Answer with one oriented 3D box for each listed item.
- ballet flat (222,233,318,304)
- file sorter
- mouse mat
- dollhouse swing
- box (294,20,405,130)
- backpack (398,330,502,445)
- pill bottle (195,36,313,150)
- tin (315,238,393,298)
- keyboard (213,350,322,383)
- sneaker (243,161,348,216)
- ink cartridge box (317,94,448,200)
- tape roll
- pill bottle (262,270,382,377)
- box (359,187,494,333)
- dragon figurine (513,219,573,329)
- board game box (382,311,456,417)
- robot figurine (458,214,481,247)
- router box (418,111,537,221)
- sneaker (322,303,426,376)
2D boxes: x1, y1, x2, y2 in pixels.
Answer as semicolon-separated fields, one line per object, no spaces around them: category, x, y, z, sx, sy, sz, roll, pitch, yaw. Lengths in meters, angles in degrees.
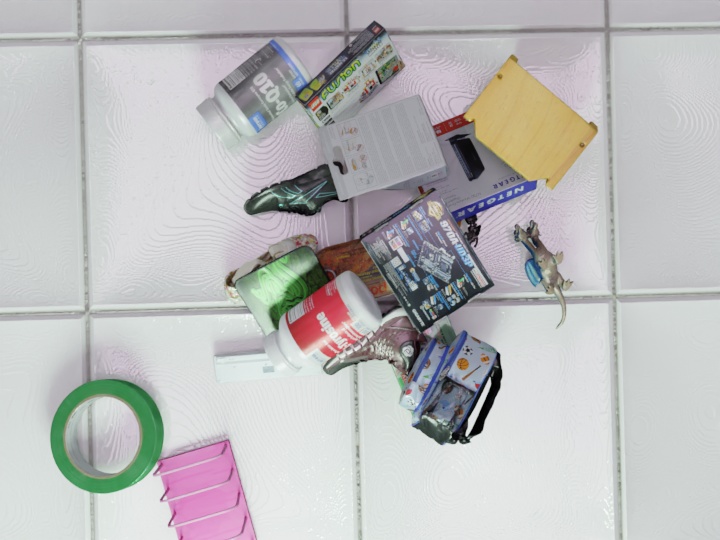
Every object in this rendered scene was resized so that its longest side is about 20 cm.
ballet flat;-0.166;-0.008;1.669;0.199;0.064;0.076;-37;55;-2
file sorter;-0.280;0.429;1.639;0.138;0.125;0.202;-16;90;-3
mouse mat;-0.115;0.067;1.660;0.160;0.008;0.201;-26;110;10
dollhouse swing;0.300;-0.264;1.646;0.199;0.176;0.182;39;92;-1
box;-0.016;-0.344;1.664;0.200;0.110;0.035;-44;53;-2
backpack;0.159;0.200;1.610;0.154;0.200;0.191;37;79;2
pill bottle;-0.192;-0.316;1.652;0.200;0.114;0.114;-40;91;-2
tin;0.000;0.000;1.664;0.198;0.042;0.113;-13;88;21
keyboard;-0.171;0.175;1.694;0.198;0.011;0.057;-4;114;-1
sneaker;-0.115;-0.133;1.675;0.198;0.075;0.080;-21;93;-2
ink cartridge box;0.040;-0.213;1.645;0.198;0.057;0.164;-20;65;5
tape roll;-0.456;0.298;1.654;0.198;0.048;0.203;-1;84;6
pill bottle;-0.069;0.099;1.611;0.199;0.112;0.113;-35;91;13
box;0.115;-0.016;1.589;0.158;0.046;0.201;-33;100;3
dragon figurine;0.344;0.001;1.700;0.058;0.099;0.201;-25;110;-4
board game box;0.120;0.156;1.705;0.133;0.029;0.202;-22;91;-2
robot figurine;0.144;-0.040;1.680;0.143;0.058;0.202;7;79;4
router box;0.195;-0.194;1.665;0.198;0.049;0.181;-23;65;-3
sneaker;0.033;0.158;1.657;0.199;0.076;0.116;-38;89;15
